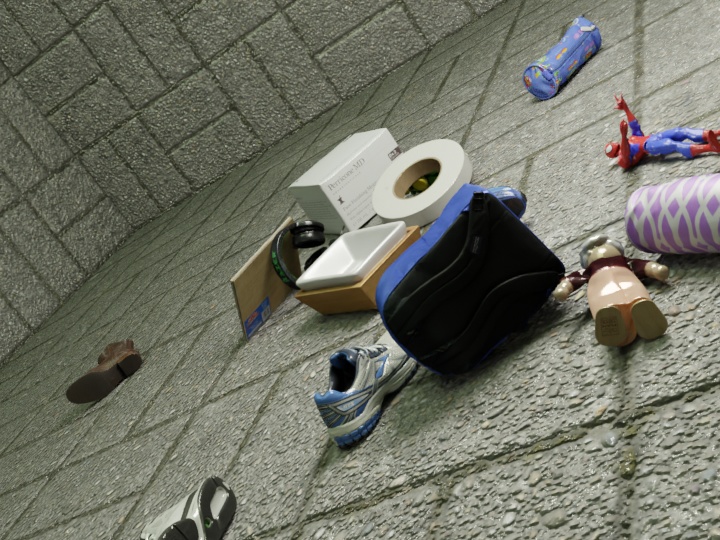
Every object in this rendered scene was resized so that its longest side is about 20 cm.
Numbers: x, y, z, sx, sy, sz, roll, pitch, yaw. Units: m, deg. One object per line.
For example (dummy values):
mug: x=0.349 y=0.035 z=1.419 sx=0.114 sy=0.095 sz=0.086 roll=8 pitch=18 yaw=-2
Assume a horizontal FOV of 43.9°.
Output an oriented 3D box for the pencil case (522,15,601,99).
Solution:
pencil case: x=0.412 y=-0.431 z=1.804 sx=0.200 sy=0.078 sz=0.087 roll=-46 pitch=-3 yaw=-25

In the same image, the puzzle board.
puzzle board: x=-0.175 y=0.015 z=1.679 sx=0.017 sy=0.152 sz=0.200 roll=17 pitch=45 yaw=24

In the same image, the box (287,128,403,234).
box: x=-0.019 y=-0.188 z=1.910 sx=0.199 sy=0.131 sz=0.200 roll=-42 pitch=18 yaw=-16

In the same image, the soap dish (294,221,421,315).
soap dish: x=0.000 y=0.000 z=1.471 sx=0.157 sy=0.081 sz=0.199 roll=-46 pitch=20 yaw=-30

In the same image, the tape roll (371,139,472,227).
tape roll: x=0.112 y=-0.160 z=1.655 sx=0.202 sy=0.037 sz=0.204 roll=-26 pitch=37 yaw=22

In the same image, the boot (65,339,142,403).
boot: x=-0.591 y=0.224 z=2.041 sx=0.185 sy=0.065 sz=0.200 roll=-27 pitch=18 yaw=-17

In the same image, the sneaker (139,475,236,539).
sneaker: x=-0.227 y=0.340 z=1.069 sx=0.115 sy=0.076 sz=0.201 roll=-38 pitch=7 yaw=24

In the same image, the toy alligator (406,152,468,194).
toy alligator: x=0.134 y=-0.180 z=1.738 sx=0.199 sy=0.054 sz=0.060 roll=-12 pitch=45 yaw=35

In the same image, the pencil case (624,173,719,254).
pencil case: x=0.369 y=-0.058 z=0.926 sx=0.085 sy=0.085 sz=0.200 roll=-5 pitch=4 yaw=-29

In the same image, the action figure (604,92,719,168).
action figure: x=0.394 y=-0.194 z=1.207 sx=0.065 sy=0.099 sz=0.200 roll=-42 pitch=16 yaw=-24

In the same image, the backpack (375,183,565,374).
backpack: x=0.119 y=0.021 z=1.076 sx=0.200 sy=0.162 sz=0.168 roll=-49 pitch=8 yaw=1

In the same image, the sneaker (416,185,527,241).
sneaker: x=0.165 y=-0.047 z=1.320 sx=0.200 sy=0.075 sz=0.079 roll=-39 pitch=24 yaw=19

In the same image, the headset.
headset: x=-0.093 y=-0.035 z=1.694 sx=0.199 sy=0.124 sz=0.094 roll=-26 pitch=2 yaw=-41

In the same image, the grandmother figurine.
grandmother figurine: x=0.270 y=0.015 z=0.970 sx=0.120 sy=0.061 sz=0.200 roll=-3 pitch=23 yaw=10

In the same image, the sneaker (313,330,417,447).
sneaker: x=0.008 y=0.124 z=1.129 sx=0.077 sy=0.085 sz=0.200 roll=-20 pitch=23 yaw=40
